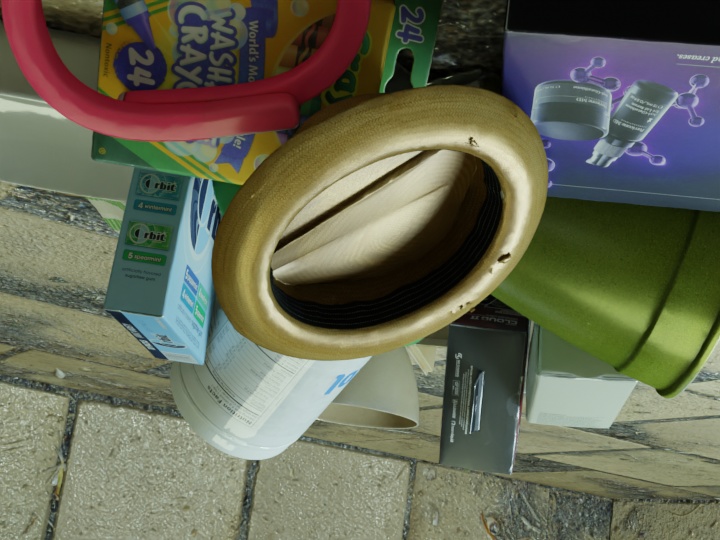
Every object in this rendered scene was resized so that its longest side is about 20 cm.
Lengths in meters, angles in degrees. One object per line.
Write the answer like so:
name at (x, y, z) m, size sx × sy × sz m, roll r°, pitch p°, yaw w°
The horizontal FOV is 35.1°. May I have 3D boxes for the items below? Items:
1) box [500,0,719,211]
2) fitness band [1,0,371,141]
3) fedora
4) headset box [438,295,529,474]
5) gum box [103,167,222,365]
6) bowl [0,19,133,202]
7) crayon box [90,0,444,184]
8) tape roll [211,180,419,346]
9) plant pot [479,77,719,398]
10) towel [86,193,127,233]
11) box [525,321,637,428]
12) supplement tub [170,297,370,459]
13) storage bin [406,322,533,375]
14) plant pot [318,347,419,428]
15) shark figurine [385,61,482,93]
box at (0.178, -0.105, 0.636) m, size 0.197 × 0.080 × 0.142 m, roll 6°, pitch 150°, yaw 9°
fitness band at (-0.092, -0.143, 0.616) m, size 0.197 × 0.038 × 0.145 m, roll -5°, pitch 123°, yaw 2°
fedora at (0.005, -0.038, 0.643) m, size 0.198 × 0.082 × 0.202 m, roll -14°, pitch 134°, yaw -15°
headset box at (0.126, 0.093, 1.121) m, size 0.076 × 0.151 × 0.200 m, roll 6°, pitch -158°, yaw 10°
gum box at (-0.129, -0.047, 0.836) m, size 0.044 × 0.203 × 0.170 m, roll 8°, pitch 165°, yaw 3°
bowl at (-0.248, -0.125, 0.859) m, size 0.197 × 0.076 × 0.200 m, roll 9°, pitch 166°, yaw -3°
crayon box at (-0.056, -0.116, 0.688) m, size 0.197 × 0.127 × 0.052 m, roll 9°, pitch -156°, yaw -5°
tape roll at (-0.012, -0.037, 0.814) m, size 0.199 × 0.202 × 0.048 m, roll 20°, pitch 125°, yaw -38°
plant pot at (0.151, -0.040, 0.780) m, size 0.191 × 0.202 × 0.201 m, roll 19°, pitch 166°, yaw 4°
towel at (-0.199, -0.028, 1.057) m, size 0.152 × 0.023 × 0.201 m, roll 32°, pitch 159°, yaw 33°
box at (0.181, 0.080, 0.952) m, size 0.081 × 0.069 × 0.200 m, roll 3°, pitch 162°, yaw 6°
supplement tub at (-0.056, 0.046, 0.924) m, size 0.131 × 0.133 × 0.200 m, roll 16°, pitch 131°, yaw -30°
storage bin at (0.166, 0.072, 1.330) m, size 0.197 × 0.095 × 0.199 m, roll 4°, pitch 164°, yaw 13°
plant pot at (-0.011, 0.134, 1.572) m, size 0.198 × 0.136 × 0.200 m, roll 7°, pitch 165°, yaw 2°
shark figurine at (-0.004, -0.109, 0.769) m, size 0.127 × 0.091 × 0.213 m, roll -7°, pitch 161°, yaw 41°
